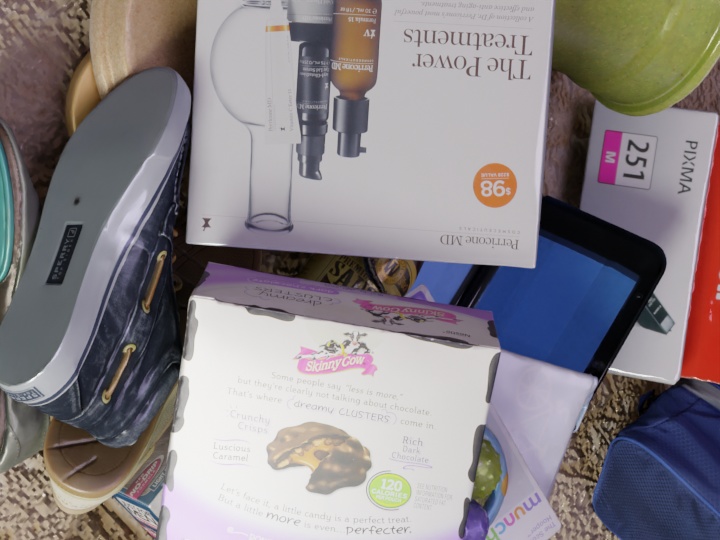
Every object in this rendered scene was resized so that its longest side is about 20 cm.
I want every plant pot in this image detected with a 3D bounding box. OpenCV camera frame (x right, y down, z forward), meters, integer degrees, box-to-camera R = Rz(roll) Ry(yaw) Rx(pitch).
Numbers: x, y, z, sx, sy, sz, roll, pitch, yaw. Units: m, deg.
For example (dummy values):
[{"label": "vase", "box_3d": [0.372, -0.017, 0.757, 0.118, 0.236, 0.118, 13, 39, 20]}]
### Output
[{"label": "plant pot", "box_3d": [0.125, -0.216, 0.976, 0.183, 0.200, 0.202, 7, 92, -26]}]

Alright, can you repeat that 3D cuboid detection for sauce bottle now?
[{"label": "sauce bottle", "box_3d": [0.000, 0.000, 0.942, 0.066, 0.066, 0.201, 43, 76, -33]}]

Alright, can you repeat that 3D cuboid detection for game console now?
[{"label": "game console", "box_3d": [0.083, 0.011, 1.002, 0.171, 0.118, 0.201, 44, 69, -33]}]

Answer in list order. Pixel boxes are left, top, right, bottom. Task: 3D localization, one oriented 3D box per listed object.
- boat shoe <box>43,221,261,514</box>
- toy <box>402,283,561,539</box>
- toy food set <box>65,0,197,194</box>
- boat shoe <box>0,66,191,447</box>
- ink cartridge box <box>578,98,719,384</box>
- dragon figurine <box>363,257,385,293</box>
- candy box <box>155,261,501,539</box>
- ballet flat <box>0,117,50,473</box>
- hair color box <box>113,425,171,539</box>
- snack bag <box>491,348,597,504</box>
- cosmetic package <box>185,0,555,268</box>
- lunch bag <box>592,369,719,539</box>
[{"label": "boat shoe", "box_3d": [-0.125, 0.053, 0.885, 0.072, 0.065, 0.201, 28, 61, 0]}, {"label": "toy", "box_3d": [0.044, 0.122, 0.892, 0.115, 0.047, 0.201, -35, 111, -10]}, {"label": "toy food set", "box_3d": [-0.079, -0.135, 0.902, 0.197, 0.048, 0.202, 7, 91, -38]}, {"label": "boat shoe", "box_3d": [-0.128, -0.007, 0.818, 0.091, 0.070, 0.202, 43, 60, -47]}, {"label": "ink cartridge box", "box_3d": [0.244, -0.016, 1.097, 0.044, 0.172, 0.202, 4, 95, -75]}, {"label": "dragon figurine", "box_3d": [0.042, -0.091, 0.889, 0.059, 0.099, 0.201, 30, 75, -1]}, {"label": "candy box", "box_3d": [-0.022, 0.111, 0.824, 0.166, 0.072, 0.202, 10, 105, -1]}, {"label": "ballet flat", "box_3d": [-0.202, 0.013, 0.830, 0.064, 0.067, 0.202, -11, 105, -64]}, {"label": "hair color box", "box_3d": [-0.059, 0.167, 0.951, 0.100, 0.060, 0.200, -51, 122, -21]}, {"label": "snack bag", "box_3d": [0.041, 0.131, 0.931, 0.199, 0.021, 0.190, 18, 94, -25]}, {"label": "cosmetic package", "box_3d": [0.006, -0.084, 0.837, 0.198, 0.052, 0.152, 4, 97, 6]}, {"label": "lunch bag", "box_3d": [0.281, 0.166, 1.134, 0.132, 0.200, 0.136, -34, 153, -26]}]
